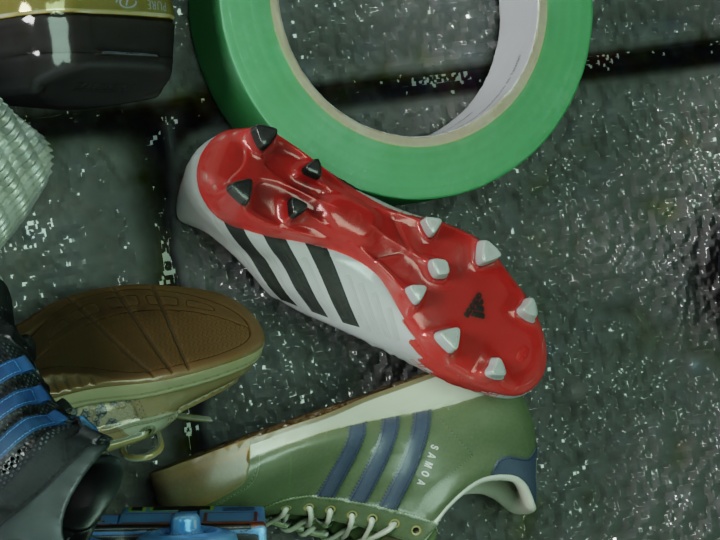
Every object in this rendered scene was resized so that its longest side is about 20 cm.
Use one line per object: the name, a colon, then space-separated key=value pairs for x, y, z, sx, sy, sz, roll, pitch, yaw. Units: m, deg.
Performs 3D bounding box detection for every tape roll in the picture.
tape roll: x=0.016 y=-0.133 z=1.429 sx=0.200 sy=0.048 sz=0.201 roll=1 pitch=87 yaw=-23

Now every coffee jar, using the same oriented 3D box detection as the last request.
coffee jar: x=-0.142 y=-0.174 z=1.339 sx=0.104 sy=0.085 sz=0.200 roll=-2 pitch=87 yaw=-51

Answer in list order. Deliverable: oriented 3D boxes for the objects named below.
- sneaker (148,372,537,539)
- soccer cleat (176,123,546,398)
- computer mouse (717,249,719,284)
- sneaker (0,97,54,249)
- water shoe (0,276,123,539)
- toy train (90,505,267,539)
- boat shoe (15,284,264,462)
sneaker: x=0.002 y=0.107 z=1.400 sx=0.200 sy=0.067 sz=0.090 roll=-18 pitch=89 yaw=-25
soccer cleat: x=0.000 y=0.000 z=1.392 sx=0.200 sy=0.085 sz=0.069 roll=31 pitch=65 yaw=-12
computer mouse: x=0.258 y=0.009 z=1.526 sx=0.200 sy=0.053 sz=0.139 roll=11 pitch=84 yaw=-32
sneaker: x=-0.203 y=-0.066 z=1.281 sx=0.099 sy=0.200 sz=0.070 roll=32 pitch=76 yaw=16
water shoe: x=-0.141 y=0.083 z=1.235 sx=0.079 sy=0.072 sz=0.200 roll=-4 pitch=49 yaw=-4
toy train: x=-0.129 y=0.149 z=1.300 sx=0.200 sy=0.114 sz=0.087 roll=-2 pitch=93 yaw=-2
boat shoe: x=-0.141 y=0.060 z=1.351 sx=0.200 sy=0.073 sz=0.063 roll=-13 pitch=130 yaw=-18
